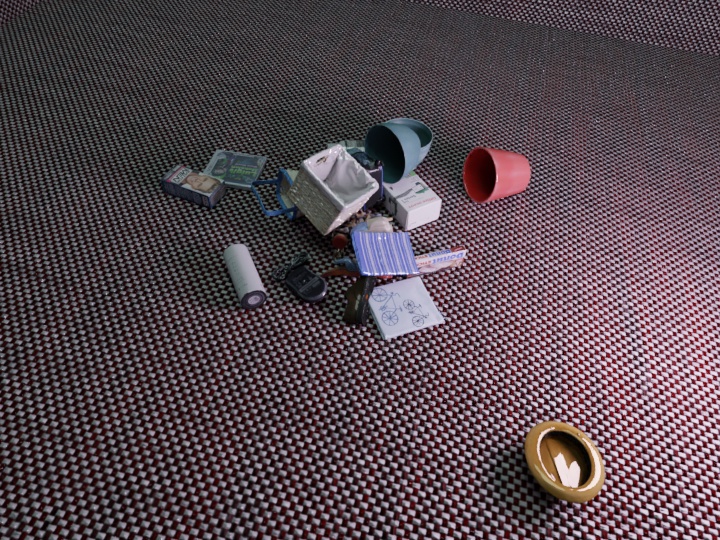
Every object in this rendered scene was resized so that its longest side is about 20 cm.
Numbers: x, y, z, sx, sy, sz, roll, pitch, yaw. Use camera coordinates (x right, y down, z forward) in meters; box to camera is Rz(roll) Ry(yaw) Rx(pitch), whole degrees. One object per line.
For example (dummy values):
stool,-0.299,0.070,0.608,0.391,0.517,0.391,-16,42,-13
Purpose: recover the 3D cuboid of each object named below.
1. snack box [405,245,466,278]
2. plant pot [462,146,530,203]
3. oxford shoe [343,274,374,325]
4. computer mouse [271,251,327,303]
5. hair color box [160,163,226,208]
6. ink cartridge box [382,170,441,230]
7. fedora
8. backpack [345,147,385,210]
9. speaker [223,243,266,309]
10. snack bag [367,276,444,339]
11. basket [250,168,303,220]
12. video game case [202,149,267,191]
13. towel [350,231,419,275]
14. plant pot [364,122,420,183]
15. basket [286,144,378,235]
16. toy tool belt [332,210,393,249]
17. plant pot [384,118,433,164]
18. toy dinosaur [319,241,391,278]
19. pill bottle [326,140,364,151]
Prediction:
snack box,0.234,-0.027,1.675,0.197,0.072,0.024,-13,48,-16
plant pot,0.494,-0.343,1.912,0.175,0.202,0.202,-6,48,-23
oxford shoe,-0.007,0.056,1.562,0.083,0.073,0.202,6,62,20
computer mouse,-0.165,0.036,1.604,0.138,0.053,0.200,-34,49,-18
hair color box,-0.578,-0.293,1.854,0.198,0.061,0.101,20,50,12
ink cartridge box,0.167,-0.250,1.859,0.145,0.085,0.200,-23,52,-22
fedora,0.471,0.458,1.260,0.198,0.083,0.202,3,43,-2
backpack,-0.022,-0.321,1.843,0.146,0.185,0.200,-22,43,-19
speaker,-0.346,0.014,1.587,0.080,0.082,0.201,-17,52,-19
snack bag,0.125,0.106,1.585,0.198,0.022,0.190,-14,52,-16
basket,-0.250,-0.251,1.785,0.198,0.140,0.177,-7,47,-27
video game case,-0.463,-0.370,1.956,0.197,0.024,0.183,10,49,4
towel,0.072,-0.053,1.584,0.197,0.024,0.146,-1,62,-25
plant pot,0.128,-0.414,1.820,0.134,0.202,0.200,-29,56,-32
basket,-0.088,-0.251,1.672,0.200,0.161,0.198,46,45,6
toy tool belt,0.009,-0.127,1.728,0.197,0.126,0.123,-11,29,7
plant pot,0.164,-0.459,2.010,0.197,0.135,0.202,2,47,-3
toy dinosaur,0.000,0.000,1.658,0.181,0.105,0.201,36,88,14
pill bottle,-0.024,-0.423,1.978,0.197,0.114,0.114,-3,48,-6
